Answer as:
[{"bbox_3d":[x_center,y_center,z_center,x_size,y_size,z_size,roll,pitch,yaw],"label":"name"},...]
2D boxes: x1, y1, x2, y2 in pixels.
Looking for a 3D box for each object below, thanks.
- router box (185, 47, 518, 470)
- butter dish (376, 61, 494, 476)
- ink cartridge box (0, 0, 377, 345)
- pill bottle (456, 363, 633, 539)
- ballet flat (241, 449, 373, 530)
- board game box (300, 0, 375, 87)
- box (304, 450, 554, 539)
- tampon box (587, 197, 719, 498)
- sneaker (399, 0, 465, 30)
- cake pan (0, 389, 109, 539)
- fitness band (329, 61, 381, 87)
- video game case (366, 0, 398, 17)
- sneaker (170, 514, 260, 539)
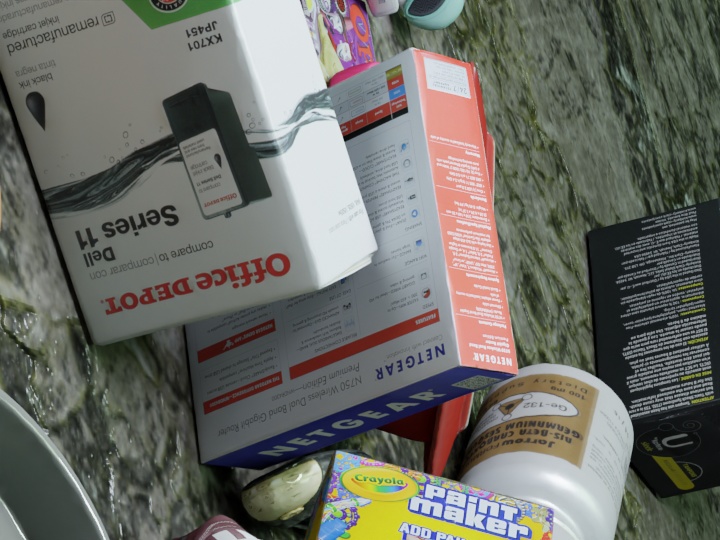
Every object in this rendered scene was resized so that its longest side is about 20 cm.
[{"bbox_3d":[-0.015,-0.002,1.432,0.049,0.200,0.180,11,65,-46],"label":"router box"},{"bbox_3d":[0.000,0.000,1.553,0.200,0.147,0.200,97,-1,-47],"label":"butter dish"},{"bbox_3d":[-0.094,-0.075,1.356,0.083,0.146,0.200,-34,108,-64],"label":"ink cartridge box"},{"bbox_3d":[0.120,0.161,1.784,0.200,0.114,0.115,-68,138,-58],"label":"pill bottle"},{"bbox_3d":[-0.011,0.141,1.529,0.200,0.066,0.057,24,47,-65],"label":"ballet flat"},{"bbox_3d":[-0.014,-0.098,1.742,0.120,0.032,0.201,26,52,-69],"label":"board game box"},{"bbox_3d":[0.007,0.236,1.312,0.193,0.122,0.200,-78,-176,-50],"label":"box"},{"bbox_3d":[0.284,0.068,2.243,0.150,0.126,0.200,48,35,-49],"label":"tampon box"},{"bbox_3d":[0.073,-0.246,1.989,0.140,0.078,0.200,44,38,-52],"label":"sneaker"},{"bbox_3d":[-0.172,0.130,1.119,0.200,0.037,0.200,47,26,-31],"label":"cake pan"},{"bbox_3d":[0.030,-0.051,1.735,0.200,0.037,0.144,53,29,-49],"label":"fitness band"},{"bbox_3d":[-0.016,-0.295,1.764,0.182,0.024,0.200,73,2,-71],"label":"video game case"},{"bbox_3d":[-0.091,0.205,1.225,0.076,0.200,0.116,27,5,-21],"label":"sneaker"}]
